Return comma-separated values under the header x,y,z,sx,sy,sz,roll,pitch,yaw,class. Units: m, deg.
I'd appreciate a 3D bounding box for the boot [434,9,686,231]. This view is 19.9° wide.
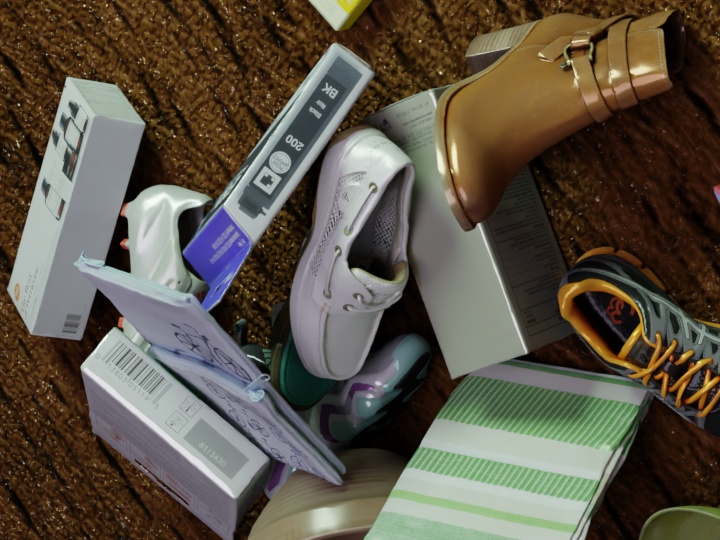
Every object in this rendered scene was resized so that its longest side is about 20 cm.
x,y,z,sx,sy,sz,roll,pitch,yaw,class
0.140,-0.108,1.404,0.155,0.200,0.077,-6,124,24,boot

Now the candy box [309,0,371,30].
x,y,z,sx,sy,sz,roll,pitch,yaw,class
0.012,-0.286,1.532,0.102,0.026,0.200,48,119,12,candy box

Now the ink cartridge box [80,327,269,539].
x,y,z,sx,sy,sz,roll,pitch,yaw,class
-0.147,0.138,1.639,0.161,0.200,0.050,39,75,9,ink cartridge box

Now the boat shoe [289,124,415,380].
x,y,z,sx,sy,sz,roll,pitch,yaw,class
0.000,0.000,1.457,0.069,0.071,0.200,35,129,40,boat shoe

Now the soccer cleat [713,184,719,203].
x,y,z,sx,sy,sz,roll,pitch,yaw,class
0.320,-0.084,1.365,0.200,0.067,0.077,-47,70,32,soccer cleat

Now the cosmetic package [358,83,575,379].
x,y,z,sx,sy,sz,roll,pitch,yaw,class
0.083,-0.033,1.493,0.073,0.103,0.200,-20,87,33,cosmetic package

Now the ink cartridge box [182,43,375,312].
x,y,z,sx,sy,sz,roll,pitch,yaw,class
-0.076,-0.053,1.487,0.043,0.198,0.200,34,75,-5,ink cartridge box

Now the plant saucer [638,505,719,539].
x,y,z,sx,sy,sz,roll,pitch,yaw,class
0.278,0.239,1.423,0.200,0.031,0.200,39,150,28,plant saucer

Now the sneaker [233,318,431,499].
x,y,z,sx,sy,sz,roll,pitch,yaw,class
-0.044,0.083,1.606,0.140,0.078,0.200,49,119,13,sneaker

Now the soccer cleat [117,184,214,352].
x,y,z,sx,sy,sz,roll,pitch,yaw,class
-0.154,0.031,1.670,0.077,0.069,0.200,3,98,27,soccer cleat

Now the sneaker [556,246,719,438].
x,y,z,sx,sy,sz,roll,pitch,yaw,class
0.218,0.062,1.445,0.200,0.077,0.078,35,113,19,sneaker

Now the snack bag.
x,y,z,sx,sy,sz,roll,pitch,yaw,class
-0.114,0.072,1.510,0.200,0.021,0.188,51,161,-29,snack bag

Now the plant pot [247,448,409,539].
x,y,z,sx,sy,sz,roll,pitch,yaw,class
-0.003,0.199,1.561,0.201,0.201,0.093,-32,51,31,plant pot

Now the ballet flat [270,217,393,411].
x,y,z,sx,sy,sz,roll,pitch,yaw,class
-0.030,0.013,1.559,0.072,0.068,0.200,2,68,53,ballet flat

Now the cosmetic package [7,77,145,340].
x,y,z,sx,sy,sz,roll,pitch,yaw,class
-0.237,-0.050,1.693,0.083,0.051,0.200,51,127,55,cosmetic package

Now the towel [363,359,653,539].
x,y,z,sx,sy,sz,roll,pitch,yaw,class
0.110,0.141,1.463,0.152,0.200,0.023,9,136,27,towel
